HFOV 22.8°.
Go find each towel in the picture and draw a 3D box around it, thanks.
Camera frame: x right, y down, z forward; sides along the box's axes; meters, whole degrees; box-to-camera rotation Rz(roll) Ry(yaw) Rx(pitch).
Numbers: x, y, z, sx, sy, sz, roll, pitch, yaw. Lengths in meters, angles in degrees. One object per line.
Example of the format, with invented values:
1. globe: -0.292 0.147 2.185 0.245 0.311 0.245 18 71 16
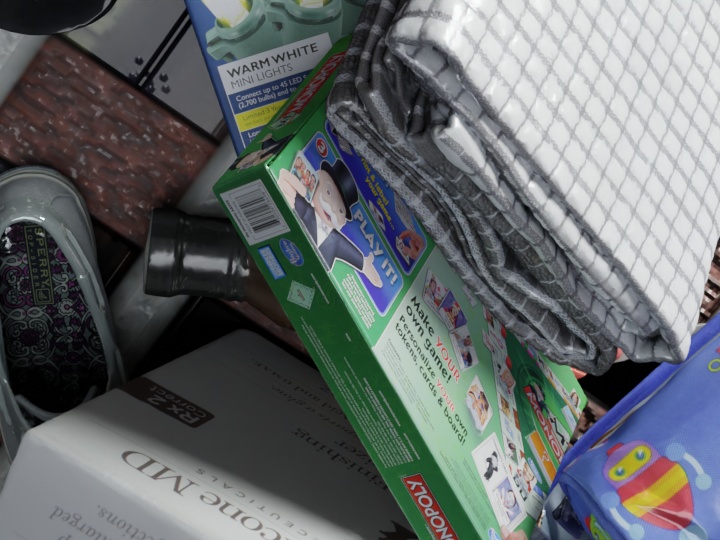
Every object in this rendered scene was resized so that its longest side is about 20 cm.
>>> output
1. towel: 0.077 -0.076 0.734 0.085 0.166 0.200 -7 139 43

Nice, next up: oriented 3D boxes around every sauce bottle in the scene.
1. sauce bottle: 0.000 0.000 0.828 0.199 0.065 0.065 8 111 -6

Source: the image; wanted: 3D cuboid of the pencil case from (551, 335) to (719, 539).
1. pencil case: 0.174 0.057 0.735 0.200 0.078 0.087 -40 142 -5

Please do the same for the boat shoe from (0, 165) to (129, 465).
1. boat shoe: -0.143 0.054 0.832 0.070 0.072 0.202 -9 112 -1

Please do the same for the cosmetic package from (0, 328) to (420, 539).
1. cosmetic package: -0.056 0.150 0.782 0.164 0.200 0.166 27 109 15

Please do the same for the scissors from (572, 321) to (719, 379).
1. scissors: 0.110 0.036 0.875 0.199 0.014 0.073 -22 112 5

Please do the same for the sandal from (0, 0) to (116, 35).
1. sandal: -0.182 -0.177 0.755 0.076 0.043 0.200 -37 109 10

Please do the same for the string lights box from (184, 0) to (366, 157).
1. string lights box: -0.028 -0.133 0.775 0.102 0.059 0.201 -17 112 3

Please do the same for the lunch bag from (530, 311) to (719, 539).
1. lunch bag: 0.187 0.131 0.846 0.200 0.124 0.170 -39 110 0

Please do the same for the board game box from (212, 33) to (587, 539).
1. board game box: 0.025 0.014 0.731 0.029 0.135 0.200 -18 112 30
